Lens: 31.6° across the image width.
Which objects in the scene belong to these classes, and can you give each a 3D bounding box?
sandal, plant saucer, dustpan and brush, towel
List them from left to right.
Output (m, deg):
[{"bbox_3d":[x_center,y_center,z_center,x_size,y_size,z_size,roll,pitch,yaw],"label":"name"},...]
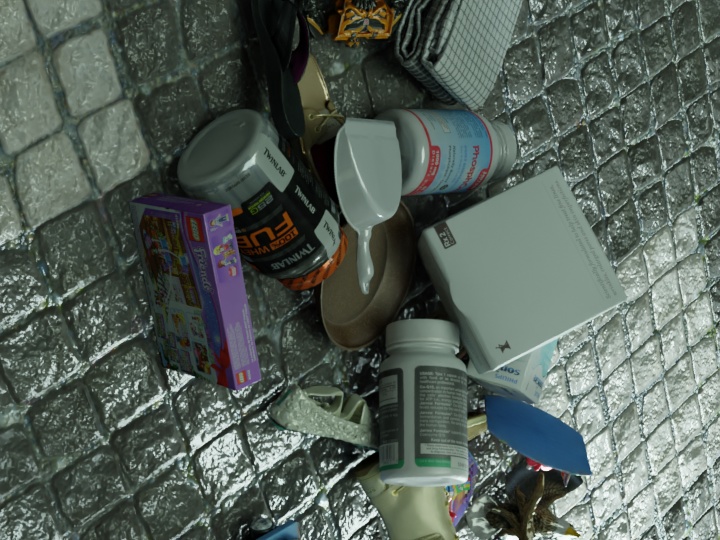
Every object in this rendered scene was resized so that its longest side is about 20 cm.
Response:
[{"bbox_3d":[-0.080,-0.248,1.441,0.075,0.048,0.201,11,66,-69],"label":"sandal"},{"bbox_3d":[0.000,0.000,1.594,0.200,0.037,0.201,-30,128,-47],"label":"plant saucer"},{"bbox_3d":[0.008,-0.074,1.503,0.140,0.057,0.200,-8,87,-62],"label":"dustpan and brush"},{"bbox_3d":[0.124,-0.324,1.618,0.166,0.085,0.200,29,78,-60],"label":"towel"}]

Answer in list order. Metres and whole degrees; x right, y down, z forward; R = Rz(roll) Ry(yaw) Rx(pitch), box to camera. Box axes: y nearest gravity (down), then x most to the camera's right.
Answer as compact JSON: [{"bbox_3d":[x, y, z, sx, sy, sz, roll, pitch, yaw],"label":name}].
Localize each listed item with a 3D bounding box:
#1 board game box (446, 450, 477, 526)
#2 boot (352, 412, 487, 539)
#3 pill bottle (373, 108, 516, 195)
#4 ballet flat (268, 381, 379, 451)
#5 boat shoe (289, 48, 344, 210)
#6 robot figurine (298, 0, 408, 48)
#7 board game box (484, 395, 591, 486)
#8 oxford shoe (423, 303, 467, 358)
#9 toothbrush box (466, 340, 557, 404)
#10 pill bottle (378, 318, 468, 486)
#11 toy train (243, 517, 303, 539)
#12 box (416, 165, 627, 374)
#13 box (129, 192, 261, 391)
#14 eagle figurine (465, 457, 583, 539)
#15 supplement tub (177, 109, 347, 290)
[{"bbox_3d":[0.110,0.297,1.774,0.158,0.039,0.200,-52,128,-24],"label":"board game box"},{"bbox_3d":[0.105,0.289,1.696,0.200,0.073,0.156,-25,92,-24],"label":"boot"},{"bbox_3d":[0.107,-0.153,1.639,0.200,0.109,0.109,-6,102,-43],"label":"pill bottle"},{"bbox_3d":[-0.027,0.182,1.593,0.200,0.072,0.072,20,84,-46],"label":"ballet flat"},{"bbox_3d":[-0.047,-0.165,1.514,0.074,0.069,0.200,-28,116,-38],"label":"boat shoe"},{"bbox_3d":[0.001,-0.357,1.498,0.145,0.058,0.200,-7,119,-24],"label":"robot figurine"},{"bbox_3d":[0.242,0.246,1.801,0.158,0.200,0.039,23,106,-3],"label":"board game box"},{"bbox_3d":[0.108,0.085,1.715,0.074,0.071,0.200,38,70,-36],"label":"oxford shoe"},{"bbox_3d":[0.229,0.075,1.784,0.146,0.085,0.200,36,70,-69],"label":"toothbrush box"},{"bbox_3d":[0.079,0.168,1.611,0.113,0.113,0.200,17,68,-45],"label":"pill bottle"},{"bbox_3d":[-0.089,0.399,1.549,0.087,0.114,0.200,-24,114,-40],"label":"toy train"},{"bbox_3d":[0.202,0.002,1.645,0.200,0.131,0.199,-26,85,-5],"label":"box"},{"bbox_3d":[-0.179,0.021,1.375,0.039,0.137,0.200,-24,114,-39],"label":"box"},{"bbox_3d":[0.264,0.364,1.901,0.152,0.151,0.200,-40,172,16],"label":"eagle figurine"},{"bbox_3d":[-0.105,-0.075,1.438,0.123,0.122,0.200,-57,130,-21],"label":"supplement tub"}]
